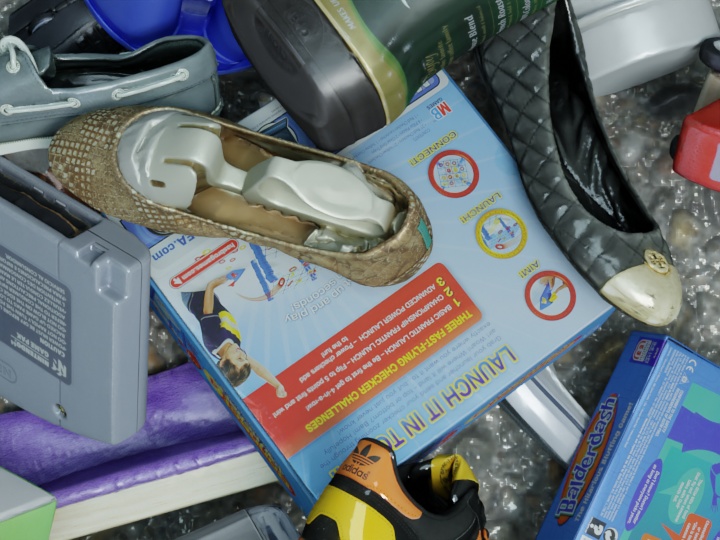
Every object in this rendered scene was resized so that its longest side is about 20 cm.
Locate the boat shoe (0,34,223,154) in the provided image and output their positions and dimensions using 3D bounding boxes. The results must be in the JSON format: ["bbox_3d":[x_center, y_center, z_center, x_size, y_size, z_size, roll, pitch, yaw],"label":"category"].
[{"bbox_3d":[-0.171,-0.100,0.886,0.200,0.073,0.062,3,126,-10],"label":"boat shoe"}]

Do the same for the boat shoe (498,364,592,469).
[{"bbox_3d":[0.078,0.021,0.952,0.067,0.074,0.200,-40,86,-4],"label":"boat shoe"}]

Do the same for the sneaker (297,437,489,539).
[{"bbox_3d":[0.045,0.138,0.835,0.070,0.200,0.090,22,87,39],"label":"sneaker"}]

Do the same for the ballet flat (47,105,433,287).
[{"bbox_3d":[-0.058,-0.047,0.836,0.200,0.065,0.071,14,71,-1],"label":"ballet flat"}]

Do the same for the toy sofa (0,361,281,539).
[{"bbox_3d":[-0.128,0.104,0.932,0.200,0.083,0.098,-15,86,-3],"label":"toy sofa"}]

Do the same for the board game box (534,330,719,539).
[{"bbox_3d":[0.205,0.145,0.930,0.200,0.045,0.152,29,83,-17],"label":"board game box"}]

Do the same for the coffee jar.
[{"bbox_3d":[0.033,-0.151,0.855,0.200,0.085,0.104,-36,75,-5],"label":"coffee jar"}]

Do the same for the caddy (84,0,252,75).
[{"bbox_3d":[-0.086,-0.209,0.953,0.141,0.105,0.200,8,68,-14],"label":"caddy"}]

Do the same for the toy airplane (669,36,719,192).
[{"bbox_3d":[0.284,-0.065,0.913,0.199,0.141,0.200,-39,131,5],"label":"toy airplane"}]

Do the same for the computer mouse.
[{"bbox_3d":[-0.207,-0.129,0.966,0.200,0.034,0.059,-25,66,-8],"label":"computer mouse"}]

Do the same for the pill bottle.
[{"bbox_3d":[0.128,-0.206,0.958,0.113,0.113,0.200,-18,85,-4],"label":"pill bottle"}]

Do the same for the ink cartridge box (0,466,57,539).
[{"bbox_3d":[-0.253,0.184,0.864,0.145,0.084,0.200,23,107,24],"label":"ink cartridge box"}]

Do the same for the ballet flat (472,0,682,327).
[{"bbox_3d":[0.115,-0.061,0.872,0.057,0.066,0.200,-40,63,35],"label":"ballet flat"}]

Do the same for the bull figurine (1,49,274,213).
[{"bbox_3d":[-0.115,-0.059,0.957,0.200,0.065,0.122,26,78,-4],"label":"bull figurine"}]

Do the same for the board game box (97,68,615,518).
[{"bbox_3d":[0.000,0.000,0.890,0.200,0.056,0.196,-34,79,-15],"label":"board game box"}]

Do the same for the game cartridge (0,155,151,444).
[{"bbox_3d":[-0.190,0.005,0.901,0.200,0.133,0.042,29,46,26],"label":"game cartridge"}]

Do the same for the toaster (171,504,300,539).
[{"bbox_3d":[-0.072,0.209,0.879,0.129,0.114,0.200,-26,130,-11],"label":"toaster"}]
